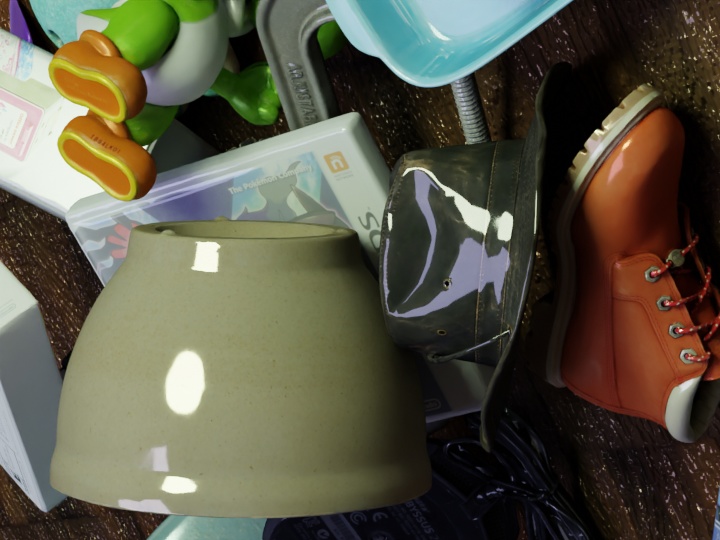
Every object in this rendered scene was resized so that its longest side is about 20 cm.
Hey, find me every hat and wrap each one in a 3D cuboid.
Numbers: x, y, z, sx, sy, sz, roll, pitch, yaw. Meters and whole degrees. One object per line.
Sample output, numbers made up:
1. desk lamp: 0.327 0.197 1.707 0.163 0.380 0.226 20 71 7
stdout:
1. hat: 0.049 -0.015 1.341 0.080 0.201 0.201 11 136 4

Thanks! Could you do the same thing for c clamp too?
1. c clamp: 0.031 -0.096 1.395 0.170 0.027 0.201 4 137 15

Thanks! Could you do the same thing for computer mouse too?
1. computer mouse: 0.037 0.138 1.546 0.199 0.053 0.139 -16 120 27

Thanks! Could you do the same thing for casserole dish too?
1. casserole dish: 0.063 -0.172 1.269 0.200 0.039 0.122 -35 84 35

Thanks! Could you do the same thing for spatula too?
1. spatula: -0.191 -0.115 1.780 0.200 0.020 0.057 45 144 37

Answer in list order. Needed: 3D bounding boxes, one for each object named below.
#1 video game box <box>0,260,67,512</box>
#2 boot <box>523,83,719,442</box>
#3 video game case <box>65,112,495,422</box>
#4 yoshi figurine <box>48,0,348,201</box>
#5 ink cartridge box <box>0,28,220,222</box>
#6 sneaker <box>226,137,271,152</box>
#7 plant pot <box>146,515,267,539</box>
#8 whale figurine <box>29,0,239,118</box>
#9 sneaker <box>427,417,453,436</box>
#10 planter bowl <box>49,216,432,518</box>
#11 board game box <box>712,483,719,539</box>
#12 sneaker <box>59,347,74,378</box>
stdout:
1. video game box: -0.243 0.029 1.620 0.182 0.047 0.201 42 158 27
2. boot: 0.147 0.000 1.319 0.107 0.075 0.201 34 144 25
3. video game case: -0.043 0.017 1.485 0.199 0.023 0.183 -15 114 33
4. yoshi figurine: -0.071 -0.123 1.439 0.112 0.200 0.112 -18 113 50
5. ink cartridge box: -0.193 -0.085 1.615 0.199 0.085 0.145 28 178 15
6. sneaker: 0.000 0.000 1.555 0.200 0.079 0.089 37 166 27
7. plant pot: -0.070 0.245 1.672 0.196 0.199 0.197 51 167 14
8. whale figurine: -0.143 -0.149 1.603 0.159 0.104 0.200 43 158 12
9. sneaker: -0.021 0.052 1.615 0.200 0.073 0.085 17 131 54
10. planter bowl: -0.060 0.043 1.392 0.200 0.199 0.136 10 100 55
11. board game box: 0.234 0.108 1.294 0.135 0.034 0.201 39 143 34
12. sneaker: -0.146 0.034 1.688 0.080 0.129 0.201 95 164 -72
